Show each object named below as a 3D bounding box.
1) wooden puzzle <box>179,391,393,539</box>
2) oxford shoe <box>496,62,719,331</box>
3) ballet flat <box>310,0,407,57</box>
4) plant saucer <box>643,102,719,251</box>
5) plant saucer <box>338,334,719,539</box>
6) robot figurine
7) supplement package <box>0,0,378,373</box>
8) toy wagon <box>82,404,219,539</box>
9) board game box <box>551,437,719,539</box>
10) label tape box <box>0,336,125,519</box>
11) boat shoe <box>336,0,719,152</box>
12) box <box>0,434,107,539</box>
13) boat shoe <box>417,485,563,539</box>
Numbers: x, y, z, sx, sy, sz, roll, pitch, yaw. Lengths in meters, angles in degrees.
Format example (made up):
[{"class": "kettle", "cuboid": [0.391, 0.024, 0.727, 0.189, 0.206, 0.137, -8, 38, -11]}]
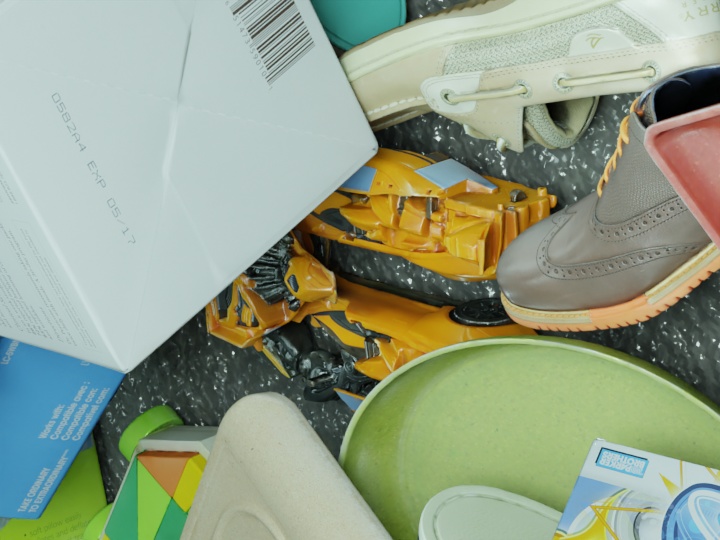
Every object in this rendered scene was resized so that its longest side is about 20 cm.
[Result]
[{"class": "wooden puzzle", "cuboid": [-0.018, 0.176, 1.186, 0.185, 0.046, 0.200, 52, 135, 31]}, {"class": "oxford shoe", "cuboid": [0.115, -0.037, 1.069, 0.200, 0.071, 0.073, -27, 118, 41]}, {"class": "ballet flat", "cuboid": [-0.057, -0.163, 1.190, 0.200, 0.071, 0.065, 53, 152, -20]}, {"class": "plant saucer", "cuboid": [0.222, -0.002, 0.955, 0.199, 0.037, 0.200, -15, 121, 47]}, {"class": "plant saucer", "cuboid": [0.088, 0.100, 1.152, 0.200, 0.031, 0.200, 14, 130, 18]}, {"class": "robot figurine", "cuboid": [0.000, 0.000, 1.231, 0.200, 0.058, 0.145, 13, 117, 43]}, {"class": "supplement package", "cuboid": [-0.131, -0.077, 1.165, 0.200, 0.151, 0.152, 13, 137, 49]}, {"class": "toy wagon", "cuboid": [-0.076, 0.167, 1.399, 0.155, 0.040, 0.200, 47, 134, 24]}, {"class": "board game box", "cuboid": [0.153, 0.146, 1.031, 0.200, 0.136, 0.034, 13, 151, 23]}, {"class": "label tape box", "cuboid": [-0.137, 0.037, 1.294, 0.063, 0.200, 0.144, 27, 134, -8]}, {"class": "boat shoe", "cuboid": [0.061, -0.075, 1.130, 0.200, 0.072, 0.065, -17, 92, 44]}, {"class": "box", "cuboid": [-0.195, 0.061, 1.421, 0.048, 0.122, 0.200, 4, 108, 51]}, {"class": "boat shoe", "cuboid": [0.099, 0.161, 1.122, 0.199, 0.075, 0.066, 31, 137, 3]}]
